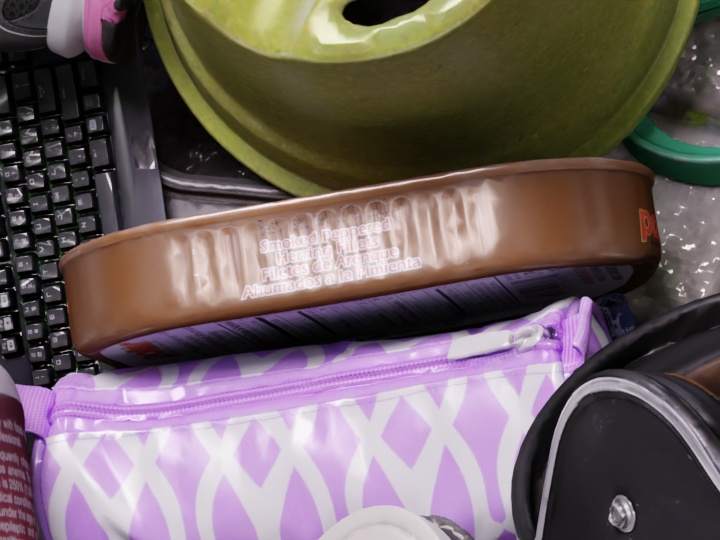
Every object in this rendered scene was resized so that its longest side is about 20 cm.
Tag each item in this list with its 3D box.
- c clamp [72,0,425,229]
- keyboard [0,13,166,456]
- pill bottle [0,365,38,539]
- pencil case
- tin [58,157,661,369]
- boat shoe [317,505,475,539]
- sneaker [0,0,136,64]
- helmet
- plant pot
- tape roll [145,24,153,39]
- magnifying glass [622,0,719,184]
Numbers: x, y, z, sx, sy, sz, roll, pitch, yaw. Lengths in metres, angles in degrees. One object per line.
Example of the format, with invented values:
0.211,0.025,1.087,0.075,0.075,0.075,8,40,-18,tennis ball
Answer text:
-0.006,-0.080,1.042,0.200,0.027,0.171,-1,87,9,c clamp
-0.134,-0.032,1.042,0.127,0.021,0.200,-10,85,13,keyboard
-0.156,0.087,0.905,0.114,0.114,0.200,-12,75,12,pill bottle
-0.008,0.059,0.955,0.200,0.086,0.084,-11,52,14,pencil case
0.000,0.000,0.966,0.200,0.112,0.042,-9,76,10,tin
-0.030,0.155,0.913,0.200,0.060,0.074,-51,56,9,boat shoe
-0.126,-0.166,1.006,0.086,0.080,0.200,-4,65,-5,sneaker
0.142,0.075,0.828,0.200,0.191,0.200,4,61,-6,helmet
0.008,-0.119,0.935,0.200,0.184,0.201,0,88,8,plant pot
-0.051,-0.188,1.142,0.200,0.066,0.200,-10,56,15,tape roll
0.182,-0.078,1.015,0.200,0.022,0.080,-11,56,12,magnifying glass
